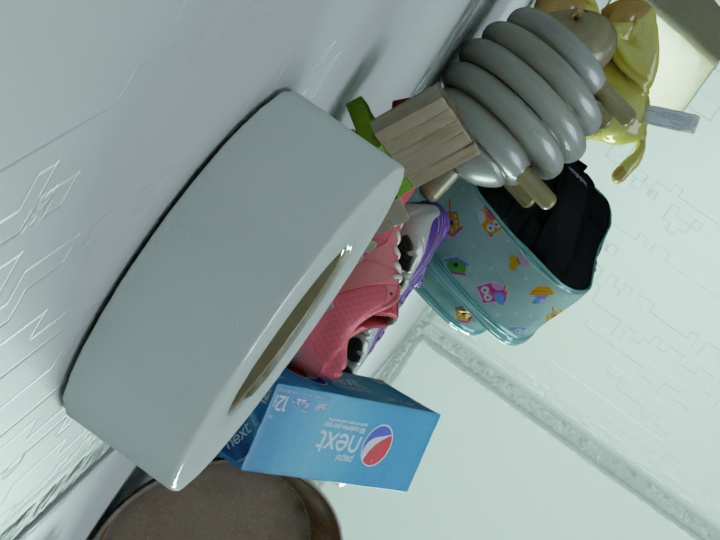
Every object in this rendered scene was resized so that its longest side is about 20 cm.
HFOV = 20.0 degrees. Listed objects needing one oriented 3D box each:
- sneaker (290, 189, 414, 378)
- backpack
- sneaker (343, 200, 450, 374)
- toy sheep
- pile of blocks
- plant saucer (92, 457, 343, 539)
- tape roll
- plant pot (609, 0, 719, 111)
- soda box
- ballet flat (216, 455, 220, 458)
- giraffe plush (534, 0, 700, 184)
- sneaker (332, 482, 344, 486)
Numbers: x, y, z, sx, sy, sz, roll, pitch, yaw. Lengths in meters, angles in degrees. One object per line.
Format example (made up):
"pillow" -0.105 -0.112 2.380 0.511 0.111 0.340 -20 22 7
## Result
"sneaker" 0.000 0.000 1.482 0.200 0.087 0.074 -53 175 -28
"backpack" 0.111 -0.034 1.701 0.153 0.176 0.200 -37 -164 19
"sneaker" 0.010 0.022 1.612 0.083 0.081 0.200 -21 157 -50
"toy sheep" 0.122 -0.124 1.569 0.200 0.138 0.138 -47 174 -11
"pile of blocks" -0.014 -0.052 1.244 0.200 0.082 0.062 -47 -138 26
"plant saucer" -0.111 0.212 1.496 0.200 0.200 0.035 -56 -148 17
"tape roll" -0.063 0.011 1.026 0.203 0.071 0.202 -55 176 -6
"plant pot" 0.431 -0.326 2.980 0.200 0.177 0.200 -58 174 34
"soda box" -0.032 0.109 1.470 0.200 0.064 0.068 16 100 -52
"ballet flat" -0.066 0.085 1.525 0.200 0.070 0.067 -52 176 -26
"giraffe plush" 0.208 -0.191 1.954 0.173 0.200 0.162 -59 -156 8
"sneaker" -0.023 0.126 1.769 0.088 0.075 0.200 -36 -157 -12
